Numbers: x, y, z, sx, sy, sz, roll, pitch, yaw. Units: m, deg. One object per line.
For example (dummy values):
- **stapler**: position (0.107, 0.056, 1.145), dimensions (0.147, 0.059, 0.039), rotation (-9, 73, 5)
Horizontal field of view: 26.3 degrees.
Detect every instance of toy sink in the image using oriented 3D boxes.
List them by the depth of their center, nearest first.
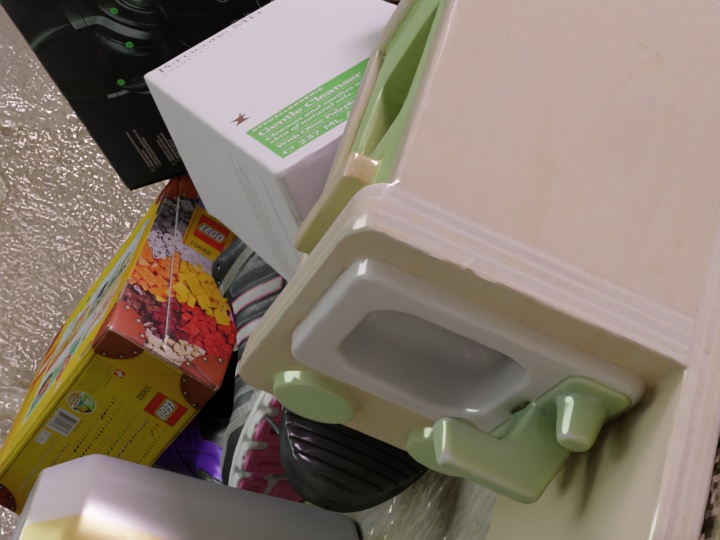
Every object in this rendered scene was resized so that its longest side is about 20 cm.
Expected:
- **toy sink**: position (0.039, -0.005, 0.468), dimensions (0.130, 0.111, 0.202), rotation (130, 160, -62)

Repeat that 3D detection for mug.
- **mug**: position (-0.094, 0.162, 0.719), dimensions (0.186, 0.152, 0.151), rotation (-178, 112, -80)

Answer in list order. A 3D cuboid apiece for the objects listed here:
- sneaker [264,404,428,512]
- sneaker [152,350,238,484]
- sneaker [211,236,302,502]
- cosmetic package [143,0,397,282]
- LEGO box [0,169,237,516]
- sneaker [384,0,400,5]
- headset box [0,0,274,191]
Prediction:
- **sneaker**: position (-0.002, 0.065, 0.682), dimensions (0.089, 0.073, 0.200), rotation (-63, 1, 24)
- **sneaker**: position (-0.086, 0.099, 0.984), dimensions (0.200, 0.069, 0.101), rotation (-162, 82, -66)
- **sneaker**: position (-0.040, 0.029, 0.816), dimensions (0.087, 0.073, 0.202), rotation (34, 117, 46)
- **cosmetic package**: position (-0.011, -0.057, 0.673), dimensions (0.107, 0.086, 0.200), rotation (-32, 27, -12)
- **LEGO box**: position (-0.149, 0.058, 0.988), dimensions (0.200, 0.077, 0.150), rotation (-47, 18, 40)
- **sneaker**: position (0.025, -0.177, 0.828), dimensions (0.067, 0.108, 0.202), rotation (-28, 33, 11)
- **headset box**: position (-0.099, -0.156, 0.918), dimensions (0.175, 0.197, 0.094), rotation (59, -159, -45)
